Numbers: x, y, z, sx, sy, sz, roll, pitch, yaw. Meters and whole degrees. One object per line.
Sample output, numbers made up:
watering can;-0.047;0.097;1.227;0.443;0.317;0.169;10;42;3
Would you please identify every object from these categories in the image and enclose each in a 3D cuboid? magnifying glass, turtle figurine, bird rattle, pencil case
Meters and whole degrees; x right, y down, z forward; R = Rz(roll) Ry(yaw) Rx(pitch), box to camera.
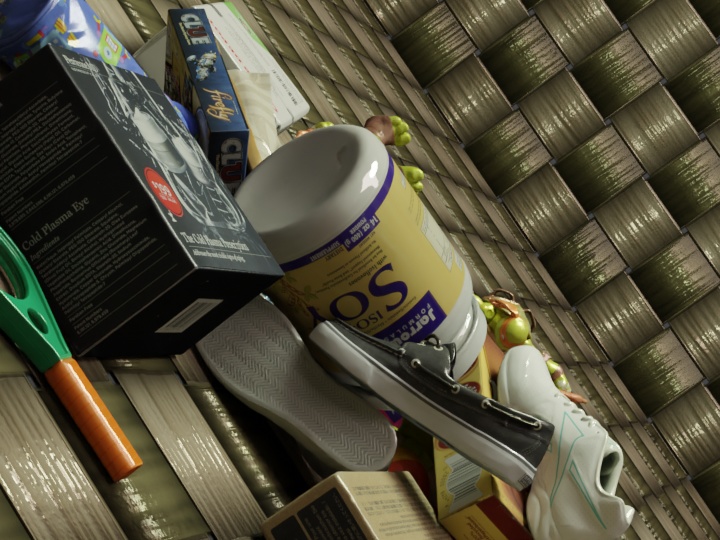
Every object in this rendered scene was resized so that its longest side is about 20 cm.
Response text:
magnifying glass;-0.197;0.041;1.187;0.200;0.022;0.080;54;11;6
turtle figurine;0.112;0.045;1.720;0.200;0.065;0.161;34;-6;-12
turtle figurine;0.001;-0.054;1.702;0.200;0.064;0.161;61;36;-19
bird rattle;0.037;0.192;1.605;0.163;0.113;0.200;27;41;-43
pencil case;-0.208;-0.150;1.541;0.200;0.078;0.087;46;42;-38

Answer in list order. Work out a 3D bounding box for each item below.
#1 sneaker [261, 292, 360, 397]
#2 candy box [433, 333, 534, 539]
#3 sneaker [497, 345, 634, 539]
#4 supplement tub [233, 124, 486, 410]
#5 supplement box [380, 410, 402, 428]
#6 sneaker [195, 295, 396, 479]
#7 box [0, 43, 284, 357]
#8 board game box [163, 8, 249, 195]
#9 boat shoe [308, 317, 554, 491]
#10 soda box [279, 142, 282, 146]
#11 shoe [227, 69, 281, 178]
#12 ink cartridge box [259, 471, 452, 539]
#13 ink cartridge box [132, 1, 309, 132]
sneaker;-0.049;0.051;1.683;0.200;0.075;0.087;46;-29;11
candy box;0.109;0.151;1.569;0.117;0.056;0.200;48;23;-33
sneaker;0.164;0.138;1.526;0.070;0.080;0.201;36;31;-46
supplement tub;0.000;0.000;1.545;0.200;0.145;0.146;53;10;-30
supplement box;0.095;0.171;1.796;0.200;0.101;0.103;53;11;-3
sneaker;-0.056;0.098;1.508;0.200;0.074;0.116;44;-14;13
box;-0.166;-0.043;1.340;0.182;0.104;0.200;55;11;9
board game box;-0.135;-0.116;1.664;0.200;0.034;0.136;-112;-156;-50
boat shoe;0.057;0.085;1.460;0.200;0.066;0.070;33;-6;14
soda box;-0.056;-0.026;1.765;0.200;0.068;0.064;55;11;-43
shoe;-0.085;-0.105;1.651;0.200;0.053;0.070;-108;-159;-43
ink cartridge box;0.025;0.230;1.396;0.165;0.075;0.200;59;10;14
ink cartridge box;-0.136;-0.186;1.940;0.146;0.084;0.200;53;11;-3
